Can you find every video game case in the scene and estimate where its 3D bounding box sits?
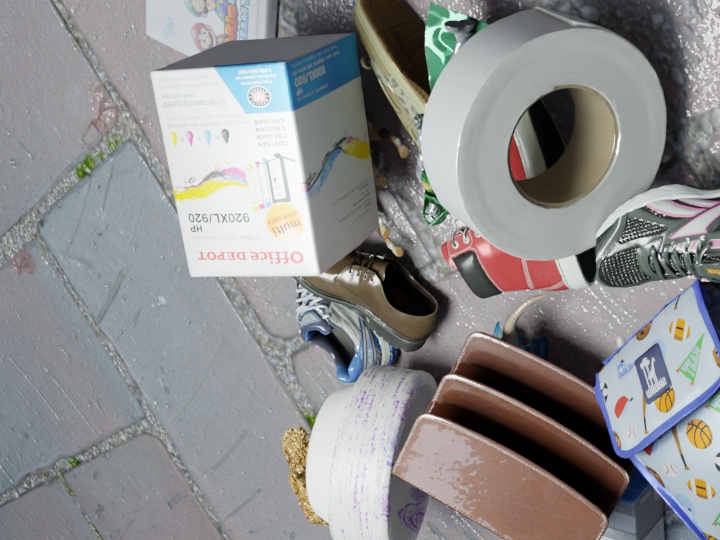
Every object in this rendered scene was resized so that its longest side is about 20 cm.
[{"bbox_3d":[-0.162,-0.313,1.416,0.182,0.024,0.200,29,132,28],"label":"video game case"}]

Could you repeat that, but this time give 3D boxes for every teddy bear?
[{"bbox_3d":[-0.040,0.249,1.572,0.145,0.067,0.200,63,179,16],"label":"teddy bear"}]

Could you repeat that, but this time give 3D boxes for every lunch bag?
[{"bbox_3d":[0.316,0.124,1.167,0.200,0.124,0.170,52,135,14],"label":"lunch bag"}]

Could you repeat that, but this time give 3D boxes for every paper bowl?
[{"bbox_3d":[0.011,0.201,1.416,0.104,0.201,0.201,7,121,18],"label":"paper bowl"}]

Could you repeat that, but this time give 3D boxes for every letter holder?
[{"bbox_3d":[0.156,0.167,1.250,0.200,0.101,0.142,29,119,11],"label":"letter holder"}]

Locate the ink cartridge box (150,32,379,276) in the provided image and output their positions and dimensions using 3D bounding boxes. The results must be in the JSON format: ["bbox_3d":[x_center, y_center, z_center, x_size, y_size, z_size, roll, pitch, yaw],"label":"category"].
[{"bbox_3d":[-0.084,-0.109,1.246,0.147,0.145,0.200,0,110,26],"label":"ink cartridge box"}]

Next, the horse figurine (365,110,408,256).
[{"bbox_3d":[-0.004,-0.103,1.370,0.133,0.050,0.200,44,148,39],"label":"horse figurine"}]

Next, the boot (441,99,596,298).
[{"bbox_3d":[0.127,-0.067,1.241,0.144,0.072,0.200,-7,113,30],"label":"boot"}]

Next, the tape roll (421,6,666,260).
[{"bbox_3d":[0.154,-0.113,1.107,0.071,0.202,0.203,-136,33,-59],"label":"tape roll"}]

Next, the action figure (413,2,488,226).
[{"bbox_3d":[0.086,-0.126,1.192,0.118,0.055,0.200,33,130,30],"label":"action figure"}]

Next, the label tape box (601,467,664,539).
[{"bbox_3d":[0.240,0.288,1.381,0.143,0.066,0.200,13,121,37],"label":"label tape box"}]

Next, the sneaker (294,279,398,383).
[{"bbox_3d":[-0.036,0.036,1.468,0.077,0.085,0.200,-31,92,48],"label":"sneaker"}]

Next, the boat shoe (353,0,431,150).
[{"bbox_3d":[0.048,-0.173,1.269,0.063,0.073,0.200,-29,94,46],"label":"boat shoe"}]

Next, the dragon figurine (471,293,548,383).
[{"bbox_3d":[0.153,0.091,1.336,0.059,0.099,0.200,17,117,18],"label":"dragon figurine"}]

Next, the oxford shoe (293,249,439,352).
[{"bbox_3d":[0.000,0.000,1.405,0.200,0.073,0.084,30,143,0],"label":"oxford shoe"}]

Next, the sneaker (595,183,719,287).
[{"bbox_3d":[0.282,-0.024,1.072,0.200,0.086,0.080,-21,123,25],"label":"sneaker"}]
